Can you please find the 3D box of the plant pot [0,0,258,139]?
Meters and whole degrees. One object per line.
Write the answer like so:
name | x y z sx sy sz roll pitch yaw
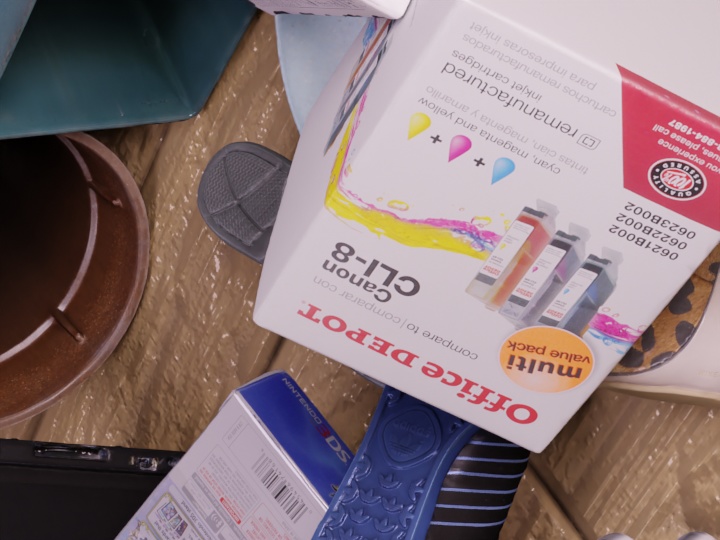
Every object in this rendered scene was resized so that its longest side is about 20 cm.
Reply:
plant pot | -0.161 -0.196 1.368 0.200 0.141 0.141 63 142 26

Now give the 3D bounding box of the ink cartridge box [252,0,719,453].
ink cartridge box | 0.068 -0.054 1.050 0.200 0.145 0.145 -56 14 42

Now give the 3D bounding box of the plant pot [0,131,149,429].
plant pot | -0.258 -0.038 1.510 0.198 0.200 0.201 41 132 47

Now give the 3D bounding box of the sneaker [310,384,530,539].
sneaker | 0.044 0.089 1.196 0.070 0.200 0.078 25 164 33

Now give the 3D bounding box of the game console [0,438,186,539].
game console | -0.180 0.154 1.433 0.176 0.200 0.117 -5 79 53

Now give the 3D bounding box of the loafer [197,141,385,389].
loafer | 0.000 0.000 1.297 0.200 0.063 0.072 41 101 32

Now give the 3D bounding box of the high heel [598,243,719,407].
high heel | 0.149 -0.015 1.102 0.200 0.071 0.143 170 109 -66

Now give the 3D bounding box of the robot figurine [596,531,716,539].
robot figurine | 0.136 0.220 1.133 0.169 0.113 0.201 -3 100 34

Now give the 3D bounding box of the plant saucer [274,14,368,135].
plant saucer | 0.033 -0.110 1.219 0.201 0.039 0.202 23 120 47

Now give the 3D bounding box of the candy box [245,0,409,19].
candy box | -0.003 -0.197 1.088 0.168 0.071 0.200 -64 17 -2

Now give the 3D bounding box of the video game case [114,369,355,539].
video game case | -0.034 0.181 1.293 0.200 0.045 0.181 51 129 14
